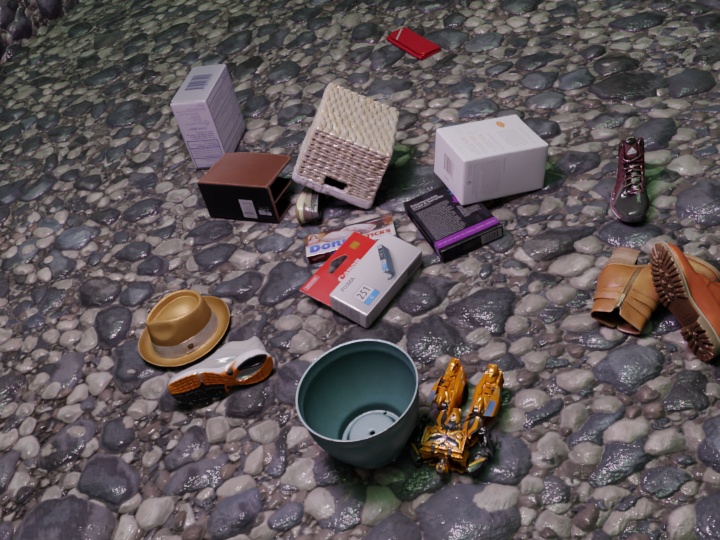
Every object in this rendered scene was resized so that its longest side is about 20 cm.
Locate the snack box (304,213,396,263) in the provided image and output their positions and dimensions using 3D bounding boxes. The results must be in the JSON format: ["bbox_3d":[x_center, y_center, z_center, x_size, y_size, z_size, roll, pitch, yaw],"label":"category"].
[{"bbox_3d":[-0.021,-0.068,1.701,0.196,0.025,0.073,-14,42,3],"label":"snack box"}]

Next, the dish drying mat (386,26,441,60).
[{"bbox_3d":[0.153,-0.667,2.316,0.076,0.018,0.200,-28,41,-14],"label":"dish drying mat"}]

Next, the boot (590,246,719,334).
[{"bbox_3d":[0.503,0.040,1.356,0.197,0.077,0.156,17,55,25],"label":"boot"}]

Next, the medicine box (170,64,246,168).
[{"bbox_3d":[-0.393,-0.402,2.071,0.101,0.202,0.184,-1,42,14],"label":"medicine box"}]

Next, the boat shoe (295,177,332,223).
[{"bbox_3d":[-0.095,-0.187,1.831,0.065,0.072,0.203,5,50,16],"label":"boat shoe"}]

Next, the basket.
[{"bbox_3d":[-0.029,-0.281,1.783,0.195,0.162,0.202,20,45,-7],"label":"basket"}]

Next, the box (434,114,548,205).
[{"bbox_3d":[0.277,-0.239,1.693,0.196,0.108,0.153,-12,38,-14],"label":"box"}]

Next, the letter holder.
[{"bbox_3d":[-0.260,-0.202,1.880,0.196,0.102,0.143,6,43,25],"label":"letter holder"}]

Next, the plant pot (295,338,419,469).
[{"bbox_3d":[0.008,0.231,1.269,0.196,0.136,0.202,-10,40,9],"label":"plant pot"}]

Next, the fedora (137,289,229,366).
[{"bbox_3d":[-0.364,0.100,1.587,0.197,0.083,0.203,-11,40,9],"label":"fedora"}]

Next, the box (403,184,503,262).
[{"bbox_3d":[0.192,-0.109,1.664,0.141,0.036,0.201,-23,42,-8],"label":"box"}]

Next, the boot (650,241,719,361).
[{"bbox_3d":[0.555,0.035,1.296,0.106,0.075,0.203,-23,79,-15],"label":"boot"}]

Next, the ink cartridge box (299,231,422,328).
[{"bbox_3d":[0.000,0.000,1.579,0.174,0.045,0.200,26,55,25],"label":"ink cartridge box"}]

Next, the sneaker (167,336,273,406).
[{"bbox_3d":[-0.264,0.184,1.479,0.196,0.077,0.092,-16,32,-11],"label":"sneaker"}]

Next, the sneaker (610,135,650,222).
[{"bbox_3d":[0.534,-0.195,1.573,0.074,0.117,0.202,-3,42,16],"label":"sneaker"}]

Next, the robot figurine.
[{"bbox_3d":[0.157,0.236,1.269,0.142,0.059,0.201,4,45,27],"label":"robot figurine"}]
